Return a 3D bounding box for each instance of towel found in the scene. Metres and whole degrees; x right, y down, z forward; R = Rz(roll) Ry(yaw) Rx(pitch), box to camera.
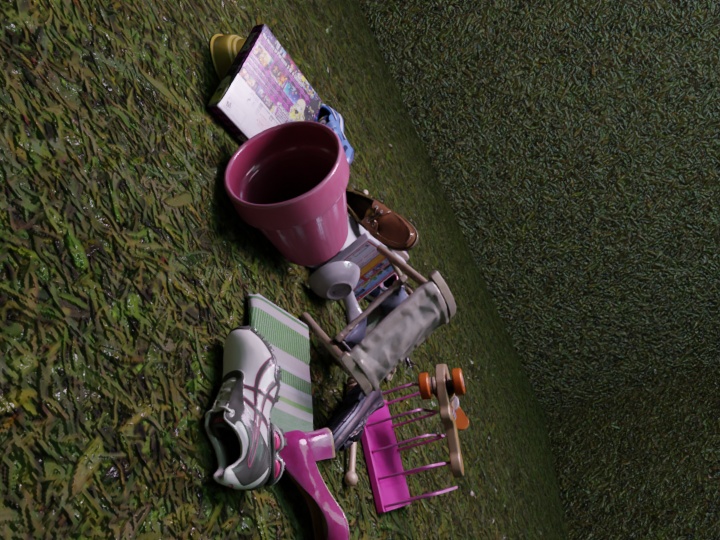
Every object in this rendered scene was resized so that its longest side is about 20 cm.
[{"bbox_3d":[-0.119,0.146,0.839,0.152,0.023,0.202,43,33,-50],"label":"towel"}]

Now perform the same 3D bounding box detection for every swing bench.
[{"bbox_3d":[0.035,0.087,0.939,0.130,0.198,0.200,56,-12,-28],"label":"swing bench"}]

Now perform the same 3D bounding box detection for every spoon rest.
[{"bbox_3d":[-0.036,0.042,1.091,0.201,0.098,0.061,67,4,-53],"label":"spoon rest"}]

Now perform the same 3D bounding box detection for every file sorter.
[{"bbox_3d":[0.089,0.324,1.052,0.139,0.124,0.203,31,41,-61],"label":"file sorter"}]

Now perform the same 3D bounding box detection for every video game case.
[{"bbox_3d":[-0.165,-0.303,1.033,0.200,0.035,0.183,44,64,-49],"label":"video game case"},{"bbox_3d":[0.000,0.000,1.134,0.018,0.142,0.200,58,13,26],"label":"video game case"}]

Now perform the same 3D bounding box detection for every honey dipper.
[{"bbox_3d":[-0.010,0.274,0.977,0.038,0.038,0.202,52,27,-38],"label":"honey dipper"}]

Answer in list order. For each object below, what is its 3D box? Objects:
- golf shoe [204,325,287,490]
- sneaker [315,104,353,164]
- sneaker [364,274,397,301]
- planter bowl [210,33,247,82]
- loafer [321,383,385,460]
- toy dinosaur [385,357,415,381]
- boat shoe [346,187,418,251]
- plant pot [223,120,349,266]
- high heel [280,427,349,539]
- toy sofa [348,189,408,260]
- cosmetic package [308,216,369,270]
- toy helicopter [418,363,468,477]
[{"bbox_3d":[-0.143,0.159,0.684,0.088,0.077,0.202,23,48,-54],"label":"golf shoe"},{"bbox_3d":[-0.074,-0.329,1.396,0.082,0.073,0.202,37,29,-53],"label":"sneaker"},{"bbox_3d":[0.063,0.040,1.348,0.200,0.081,0.071,25,46,-64],"label":"sneaker"},{"bbox_3d":[-0.196,-0.382,1.099,0.201,0.083,0.202,53,24,-36],"label":"planter bowl"},{"bbox_3d":[-0.007,0.245,0.920,0.063,0.072,0.200,53,30,-4],"label":"loafer"},{"bbox_3d":[0.082,0.180,1.314,0.088,0.047,0.201,46,25,-34],"label":"toy dinosaur"},{"bbox_3d":[0.029,-0.104,1.150,0.199,0.072,0.068,34,2,33],"label":"boat shoe"},{"bbox_3d":[-0.101,-0.113,0.936,0.180,0.197,0.202,69,12,-48],"label":"plant pot"},{"bbox_3d":[-0.072,0.317,0.757,0.095,0.067,0.203,-2,84,-34],"label":"high heel"},{"bbox_3d":[0.045,-0.100,1.430,0.201,0.097,0.083,57,22,-26],"label":"toy sofa"},{"bbox_3d":[-0.043,-0.051,1.160,0.200,0.080,0.114,26,44,-64],"label":"cosmetic package"},{"bbox_3d":[0.163,0.274,1.043,0.132,0.078,0.203,30,51,-77],"label":"toy helicopter"}]
